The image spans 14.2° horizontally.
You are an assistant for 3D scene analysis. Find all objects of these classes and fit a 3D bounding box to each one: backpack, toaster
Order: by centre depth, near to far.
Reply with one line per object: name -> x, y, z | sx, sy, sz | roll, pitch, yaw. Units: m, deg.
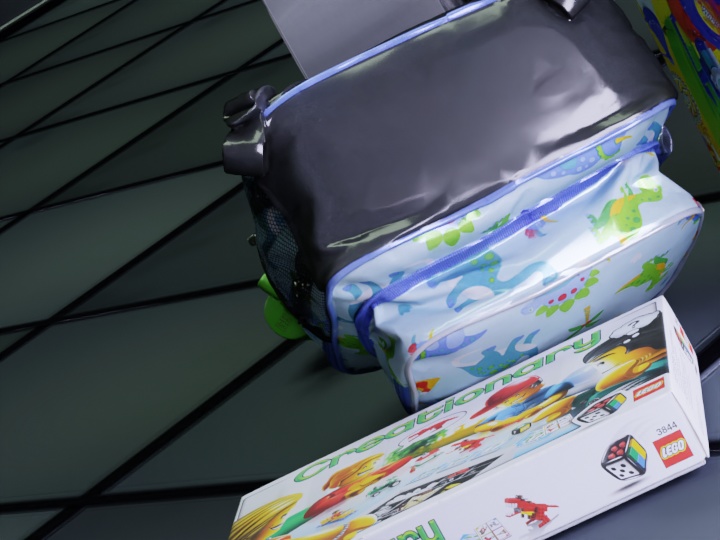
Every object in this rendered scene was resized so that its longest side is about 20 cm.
backpack -> 0.047, -0.023, 1.240 | 0.182, 0.147, 0.200 | -28, -11, -7
toaster -> 0.018, -0.169, 1.840 | 0.118, 0.181, 0.200 | -29, 12, 10

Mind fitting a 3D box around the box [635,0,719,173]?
box -> 0.202, -0.108, 1.179 | 0.122, 0.193, 0.200 | -29, 12, -5

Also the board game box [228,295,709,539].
board game box -> 0.039, 0.083, 1.137 | 0.199, 0.035, 0.126 | -26, 12, 10

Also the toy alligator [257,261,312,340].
toy alligator -> 0.000, 0.000, 1.515 | 0.200, 0.059, 0.054 | -26, -33, -55
